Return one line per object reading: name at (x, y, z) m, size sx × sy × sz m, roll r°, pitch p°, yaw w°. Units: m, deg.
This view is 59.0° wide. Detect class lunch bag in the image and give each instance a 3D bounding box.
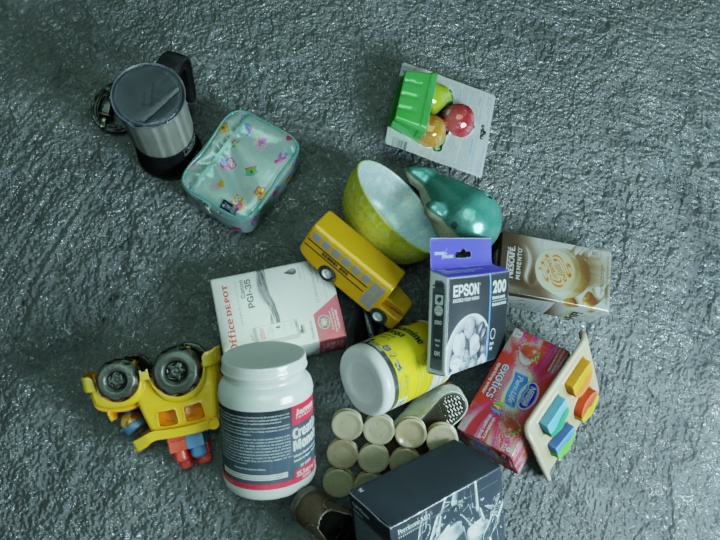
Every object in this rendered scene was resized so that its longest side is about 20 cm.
lunch bag at (-0.214, -0.177, 1.128) m, size 0.160 × 0.077 × 0.200 m, roll 31°, pitch 72°, yaw 4°

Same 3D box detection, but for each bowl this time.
bowl at (0.033, -0.080, 1.097) m, size 0.108 × 0.200 × 0.200 m, roll -40°, pitch 77°, yaw 28°

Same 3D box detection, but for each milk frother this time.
milk frother at (-0.382, -0.276, 1.083) m, size 0.199 × 0.188 × 0.181 m, roll 1°, pitch 72°, yaw -6°

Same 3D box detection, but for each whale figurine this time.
whale figurine at (0.168, -0.122, 1.119) m, size 0.159 × 0.104 × 0.200 m, roll -8°, pitch 57°, yaw -53°

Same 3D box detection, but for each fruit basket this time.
fruit basket at (0.153, -0.286, 1.212) m, size 0.199 × 0.094 × 0.186 m, roll 18°, pitch 71°, yaw -17°

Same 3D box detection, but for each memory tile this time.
memory tile at (0.045, 0.296, 0.996) m, size 0.199 × 0.017 × 0.154 m, roll 8°, pitch 103°, yaw 3°

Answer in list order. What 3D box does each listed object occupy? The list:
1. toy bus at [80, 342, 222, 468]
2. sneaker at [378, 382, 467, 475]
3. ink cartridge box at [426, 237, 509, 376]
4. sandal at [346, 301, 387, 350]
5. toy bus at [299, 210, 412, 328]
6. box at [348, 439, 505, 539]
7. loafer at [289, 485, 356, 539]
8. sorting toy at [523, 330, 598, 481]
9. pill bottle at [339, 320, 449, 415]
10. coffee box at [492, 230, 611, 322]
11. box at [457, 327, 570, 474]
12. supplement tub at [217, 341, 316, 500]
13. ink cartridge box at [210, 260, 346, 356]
toy bus at (-0.304, 0.215, 0.980) m, size 0.199 × 0.136 × 0.193 m, roll -10°, pitch 90°, yaw -7°
sneaker at (0.089, 0.259, 1.038) m, size 0.200 × 0.085 × 0.073 m, roll -38°, pitch 99°, yaw 4°
ink cartridge box at (0.171, 0.048, 0.991) m, size 0.043 × 0.198 × 0.201 m, roll 4°, pitch 96°, yaw 38°
sandal at (0.018, 0.080, 1.069) m, size 0.043 × 0.076 × 0.201 m, roll -6°, pitch 68°, yaw 33°
toy bus at (0.000, 0.000, 1.020) m, size 0.200 × 0.078 × 0.065 m, roll 39°, pitch 41°, yaw 1°
box at (0.099, 0.374, 0.905) m, size 0.199 × 0.104 × 0.183 m, roll -17°, pitch 108°, yaw -30°
loafer at (-0.021, 0.391, 0.934) m, size 0.200 × 0.071 × 0.073 m, roll 40°, pitch 76°, yaw -31°
sorting toy at (0.333, 0.222, 1.017) m, size 0.036 × 0.185 × 0.200 m, roll 20°, pitch 65°, yaw 38°
pill bottle at (0.075, 0.145, 1.013) m, size 0.200 × 0.112 × 0.113 m, roll -17°, pitch 73°, yaw -39°
coffee box at (0.331, 0.013, 1.127) m, size 0.199 × 0.080 × 0.115 m, roll 10°, pitch 71°, yaw -3°
box at (0.254, 0.210, 1.032) m, size 0.099 × 0.096 × 0.200 m, roll 24°, pitch 69°, yaw 32°
supplement tub at (-0.138, 0.219, 0.944) m, size 0.140 × 0.140 × 0.201 m, roll -3°, pitch 102°, yaw -7°
ink cartridge box at (-0.137, 0.074, 1.053) m, size 0.199 × 0.083 × 0.147 m, roll -12°, pitch 72°, yaw -10°
